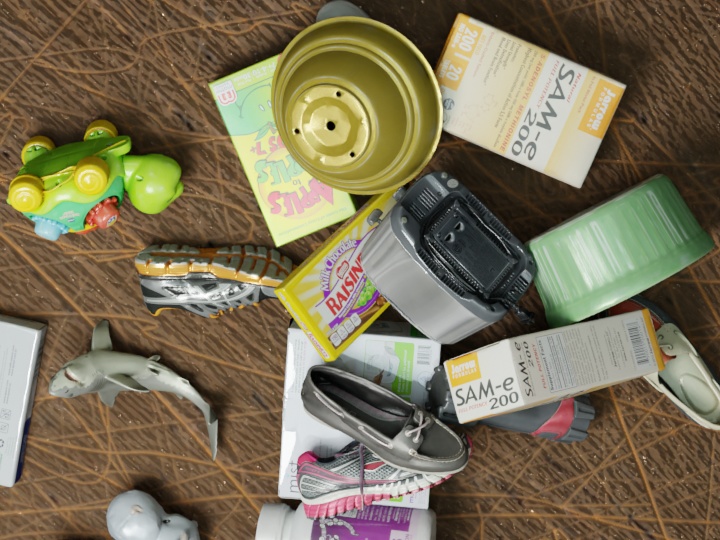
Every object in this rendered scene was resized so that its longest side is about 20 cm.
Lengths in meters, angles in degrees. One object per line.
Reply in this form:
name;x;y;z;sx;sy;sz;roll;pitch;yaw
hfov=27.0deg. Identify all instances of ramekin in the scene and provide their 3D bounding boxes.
ramekin;0.274;-0.025;1.637;0.200;0.200;0.098;-28;90;7

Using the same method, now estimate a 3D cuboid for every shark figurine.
shark figurine;-0.262;0.142;1.761;0.214;0.128;0.090;18;126;-18

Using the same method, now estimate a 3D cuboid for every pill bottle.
pill bottle;-0.017;0.318;1.725;0.200;0.112;0.113;4;99;8

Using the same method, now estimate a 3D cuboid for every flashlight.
flashlight;0.168;0.148;1.692;0.200;0.068;0.068;16;104;-27

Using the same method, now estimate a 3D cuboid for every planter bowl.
planter bowl;-0.019;-0.163;1.601;0.200;0.083;0.201;8;114;18

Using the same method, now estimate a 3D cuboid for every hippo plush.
hippo plush;-0.262;0.350;1.738;0.200;0.159;0.161;40;99;-3

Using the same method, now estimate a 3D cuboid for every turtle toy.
turtle toy;-0.301;-0.097;1.690;0.200;0.146;0.101;-13;118;4

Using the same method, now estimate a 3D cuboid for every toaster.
toaster;0.095;-0.004;1.626;0.200;0.129;0.114;43;59;-4

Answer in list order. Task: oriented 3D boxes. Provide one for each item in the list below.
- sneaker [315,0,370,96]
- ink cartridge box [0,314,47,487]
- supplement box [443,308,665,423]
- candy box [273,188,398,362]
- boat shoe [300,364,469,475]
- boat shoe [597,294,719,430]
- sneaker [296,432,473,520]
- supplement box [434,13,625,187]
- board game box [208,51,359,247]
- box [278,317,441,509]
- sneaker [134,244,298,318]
sneaker;0.003;-0.206;1.672;0.075;0.088;0.200;-19;97;7
ink cartridge box;-0.485;0.139;1.775;0.200;0.041;0.200;13;100;1
supplement box;0.209;0.103;1.619;0.200;0.126;0.074;-10;81;-31
candy box;0.000;0.000;1.672;0.200;0.026;0.102;-45;105;-30
boat shoe;0.024;0.160;1.616;0.200;0.067;0.057;22;144;17
boat shoe;0.350;0.103;1.717;0.071;0.063;0.200;-41;95;10
sneaker;0.027;0.214;1.648;0.200;0.081;0.075;-16;88;0
supplement box;0.176;-0.190;1.666;0.200;0.074;0.126;22;100;-1
board game box;-0.086;-0.140;1.708;0.101;0.048;0.200;-22;97;6
box;-0.001;0.161;1.726;0.176;0.097;0.200;3;99;3
sneaker;-0.159;0.017;1.729;0.200;0.078;0.077;5;113;6
